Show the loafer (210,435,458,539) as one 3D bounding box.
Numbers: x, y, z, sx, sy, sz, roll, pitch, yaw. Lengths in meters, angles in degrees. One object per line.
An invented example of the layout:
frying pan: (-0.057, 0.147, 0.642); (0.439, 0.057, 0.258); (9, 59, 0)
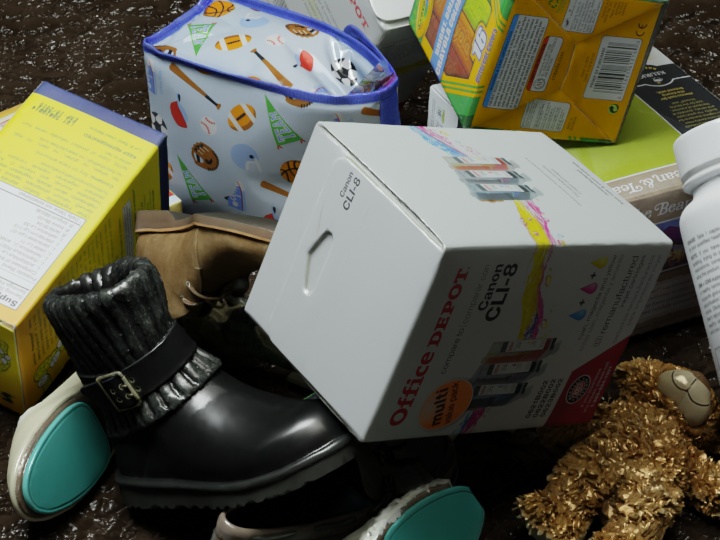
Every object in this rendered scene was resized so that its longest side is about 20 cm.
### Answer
loafer: (-0.012, 0.146, 1.219); (0.199, 0.063, 0.072); (-28, 46, -32)

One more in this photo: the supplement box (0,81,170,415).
supplement box: (-0.232, -0.018, 1.352); (0.108, 0.110, 0.200); (24, 54, 14)

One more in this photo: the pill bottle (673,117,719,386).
pill bottle: (0.280, -0.002, 1.277); (0.113, 0.113, 0.201); (-10, 79, -14)

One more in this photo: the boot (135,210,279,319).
boot: (-0.094, -0.002, 1.276); (0.073, 0.076, 0.200); (11, -6, -31)

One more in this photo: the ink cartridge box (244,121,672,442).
ink cartridge box: (0.059, 0.005, 1.185); (0.199, 0.146, 0.145); (-1, 34, -39)

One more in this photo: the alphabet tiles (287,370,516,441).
alphabet tiles: (0.045, 0.055, 1.388); (0.199, 0.006, 0.166); (20, 41, 23)

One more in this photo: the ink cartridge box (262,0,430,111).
ink cartridge box: (-0.004, -0.215, 1.549); (0.083, 0.200, 0.146); (-18, 73, -24)

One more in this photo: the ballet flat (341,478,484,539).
ballet flat: (-0.001, 0.192, 1.162); (0.072, 0.072, 0.200); (23, 42, 26)

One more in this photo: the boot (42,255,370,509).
boot: (-0.103, 0.065, 1.188); (0.210, 0.159, 0.079); (-10, 13, 36)

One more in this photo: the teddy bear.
teddy bear: (0.183, 0.125, 1.248); (0.199, 0.067, 0.145); (-28, 48, -32)

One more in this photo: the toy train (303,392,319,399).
toy train: (0.018, 0.081, 1.303); (0.200, 0.057, 0.042); (-30, 48, -29)

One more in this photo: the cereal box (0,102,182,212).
cereal box: (-0.253, -0.062, 1.510); (0.143, 0.040, 0.200); (-25, 45, -27)

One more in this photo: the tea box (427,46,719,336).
tea box: (0.179, -0.059, 1.432); (0.199, 0.134, 0.197); (-14, 39, -23)

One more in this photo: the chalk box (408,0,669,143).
chalk box: (0.118, -0.200, 1.385); (0.123, 0.125, 0.200); (3, 35, -21)

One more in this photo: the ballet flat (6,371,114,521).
ballet flat: (-0.191, 0.101, 1.287); (0.069, 0.070, 0.200); (18, 38, 21)

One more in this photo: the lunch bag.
lunch bag: (-0.054, -0.106, 1.467); (0.199, 0.171, 0.124); (20, 46, 26)

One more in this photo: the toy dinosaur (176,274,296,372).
toy dinosaur: (-0.082, 0.031, 1.354); (0.199, 0.089, 0.047); (25, 27, 27)
